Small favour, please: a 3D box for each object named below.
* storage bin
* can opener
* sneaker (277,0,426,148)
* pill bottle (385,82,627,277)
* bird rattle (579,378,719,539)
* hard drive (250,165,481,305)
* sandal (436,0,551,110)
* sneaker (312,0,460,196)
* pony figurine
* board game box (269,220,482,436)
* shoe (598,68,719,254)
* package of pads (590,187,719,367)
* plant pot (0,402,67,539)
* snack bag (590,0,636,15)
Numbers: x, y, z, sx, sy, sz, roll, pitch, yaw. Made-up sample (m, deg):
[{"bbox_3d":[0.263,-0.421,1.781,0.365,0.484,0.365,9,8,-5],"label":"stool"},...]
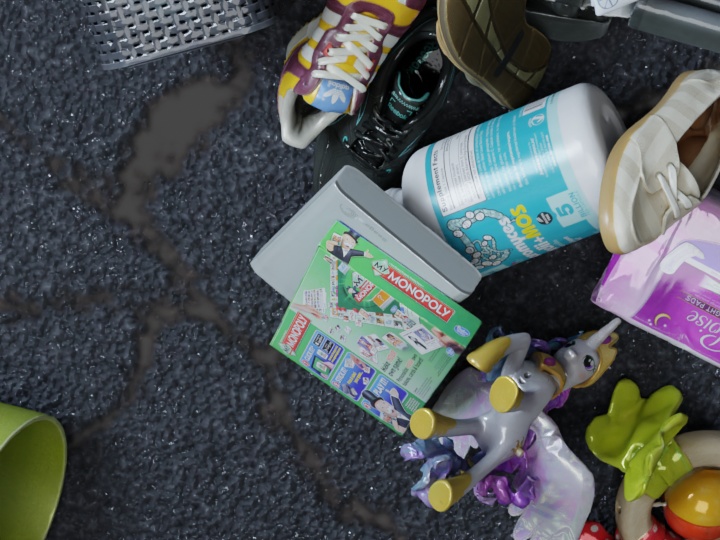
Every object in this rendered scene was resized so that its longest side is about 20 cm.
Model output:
[{"bbox_3d":[-0.124,-0.224,1.568,0.134,0.200,0.094,-14,104,11],"label":"storage bin"},{"bbox_3d":[0.221,-0.198,1.621,0.198,0.053,0.067,13,143,5],"label":"can opener"},{"bbox_3d":[-0.005,-0.166,1.585,0.074,0.091,0.200,18,147,-13],"label":"sneaker"},{"bbox_3d":[0.109,-0.060,1.632,0.199,0.111,0.111,-21,104,23],"label":"pill bottle"},{"bbox_3d":[0.252,0.195,1.711,0.162,0.113,0.202,-1,111,-10],"label":"bird rattle"},{"bbox_3d":[0.000,0.000,1.646,0.132,0.200,0.026,39,63,-6],"label":"hard drive"},{"bbox_3d":[0.089,-0.180,1.577,0.054,0.200,0.081,31,84,26],"label":"sandal"},{"bbox_3d":[0.018,-0.122,1.648,0.075,0.079,0.201,29,110,-3],"label":"sneaker"},{"bbox_3d":[0.115,0.123,1.643,0.166,0.199,0.194,41,118,23],"label":"pony figurine"},{"bbox_3d":[0.008,0.049,1.652,0.134,0.029,0.200,36,153,3],"label":"board game box"},{"bbox_3d":[0.234,-0.086,1.572,0.053,0.200,0.070,-2,129,40],"label":"shoe"},{"bbox_3d":[0.291,0.014,1.657,0.199,0.076,0.121,27,107,-2],"label":"package of pads"},{"bbox_3d":[-0.374,0.171,1.752,0.199,0.187,0.189,21,109,16],"label":"plant pot"},{"bbox_3d":[0.240,-0.301,1.539,0.199,0.021,0.190,-20,116,-14],"label":"snack bag"}]
